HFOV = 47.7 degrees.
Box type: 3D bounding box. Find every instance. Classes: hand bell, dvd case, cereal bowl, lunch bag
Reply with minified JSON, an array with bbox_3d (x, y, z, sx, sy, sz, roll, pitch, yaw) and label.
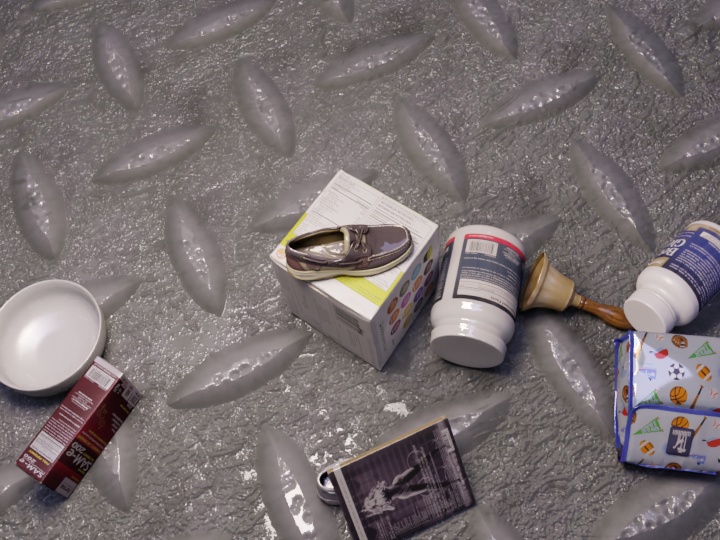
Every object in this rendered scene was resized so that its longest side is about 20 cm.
[{"bbox_3d":[0.377,0.056,1.367,0.197,0.104,0.106,22,65,1],"label":"hand bell"},{"bbox_3d":[0.063,0.325,1.224,0.197,0.016,0.151,-23,105,-9],"label":"dvd case"},{"bbox_3d":[-0.524,0.122,1.385,0.195,0.084,0.204,-1,63,3],"label":"cereal bowl"},{"bbox_3d":[0.481,0.203,1.253,0.166,0.124,0.204,5,76,7],"label":"lunch bag"}]

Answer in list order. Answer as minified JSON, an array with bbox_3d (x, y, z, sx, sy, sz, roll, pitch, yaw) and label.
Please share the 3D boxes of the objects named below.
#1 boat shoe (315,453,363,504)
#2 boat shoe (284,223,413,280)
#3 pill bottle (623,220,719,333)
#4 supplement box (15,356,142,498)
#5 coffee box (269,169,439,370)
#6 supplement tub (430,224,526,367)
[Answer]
[{"bbox_3d":[0.026,0.309,1.256,0.195,0.069,0.073,-7,62,1],"label":"boat shoe"},{"bbox_3d":[-0.018,-0.035,1.212,0.196,0.065,0.073,-9,61,0],"label":"boat shoe"},{"bbox_3d":[0.526,0.019,1.340,0.199,0.112,0.111,-40,67,-20],"label":"pill bottle"},{"bbox_3d":[-0.444,0.250,1.299,0.060,0.109,0.202,27,69,17],"label":"supplement box"},{"bbox_3d":[0.000,0.000,1.343,0.198,0.201,0.199,30,68,19],"label":"coffee box"},{"bbox_3d":[0.192,0.042,1.341,0.137,0.141,0.203,11,64,10],"label":"supplement tub"}]
